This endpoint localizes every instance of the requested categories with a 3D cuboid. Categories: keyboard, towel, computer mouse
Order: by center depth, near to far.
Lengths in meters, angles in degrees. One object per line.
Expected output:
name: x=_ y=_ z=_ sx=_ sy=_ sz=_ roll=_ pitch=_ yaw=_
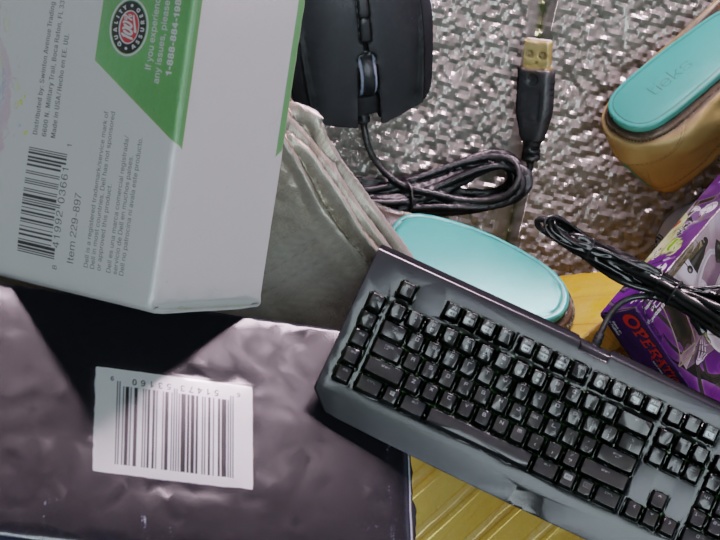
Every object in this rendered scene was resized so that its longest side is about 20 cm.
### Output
keyboard: x=0.093 y=0.041 z=1.040 sx=0.199 sy=0.021 sz=0.128 roll=25 pitch=80 yaw=1
towel: x=-0.069 y=0.011 z=1.131 sx=0.199 sy=0.035 sz=0.133 roll=-26 pitch=107 yaw=31
computer mouse: x=0.026 y=-0.113 z=1.177 sx=0.140 sy=0.046 sz=0.201 roll=-5 pitch=101 yaw=-11

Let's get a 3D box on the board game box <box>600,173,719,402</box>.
board game box: x=0.200 y=0.003 z=1.134 sx=0.200 sy=0.032 sz=0.120 roll=-46 pitch=113 yaw=-33

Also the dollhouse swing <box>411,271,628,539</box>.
dollhouse swing: x=0.104 y=0.133 z=1.182 sx=0.176 sy=0.181 sz=0.200 roll=-45 pitch=108 yaw=-25

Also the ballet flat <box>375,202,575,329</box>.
ballet flat: x=0.000 y=0.000 z=1.162 sx=0.199 sy=0.068 sz=0.076 roll=22 pitch=134 yaw=3

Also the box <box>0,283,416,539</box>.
box: x=-0.099 y=0.117 z=1.094 sx=0.199 sy=0.199 sz=0.124 roll=8 pitch=57 yaw=-15

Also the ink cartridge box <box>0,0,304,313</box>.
ink cartridge box: x=-0.133 y=-0.072 z=1.067 sx=0.087 sy=0.199 sz=0.146 roll=-3 pitch=102 yaw=-59

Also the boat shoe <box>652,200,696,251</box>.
boat shoe: x=0.244 y=-0.031 z=1.233 sx=0.198 sy=0.068 sz=0.074 roll=-15 pitch=103 yaw=-11

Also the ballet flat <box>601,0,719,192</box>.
ballet flat: x=0.202 y=-0.115 z=1.222 sx=0.200 sy=0.069 sz=0.063 roll=-39 pitch=134 yaw=-3
